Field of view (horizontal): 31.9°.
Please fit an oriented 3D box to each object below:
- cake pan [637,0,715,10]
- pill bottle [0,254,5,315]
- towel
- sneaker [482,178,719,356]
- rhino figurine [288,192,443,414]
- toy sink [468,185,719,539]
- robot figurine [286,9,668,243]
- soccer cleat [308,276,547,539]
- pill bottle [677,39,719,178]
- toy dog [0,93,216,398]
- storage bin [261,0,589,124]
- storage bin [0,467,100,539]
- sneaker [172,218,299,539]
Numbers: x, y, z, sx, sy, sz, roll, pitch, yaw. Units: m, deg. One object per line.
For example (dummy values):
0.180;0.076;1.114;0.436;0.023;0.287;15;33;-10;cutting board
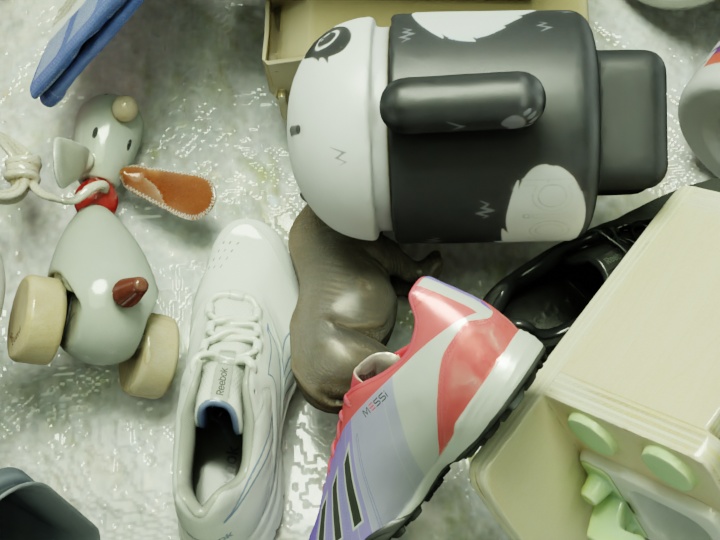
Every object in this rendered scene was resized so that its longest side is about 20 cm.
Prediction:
0.212;-0.264;0.783;0.037;0.200;0.201;-6;63;-32;cake pan
-0.302;-0.001;0.694;0.199;0.114;0.115;11;65;35;pill bottle
-0.141;-0.204;0.773;0.024;0.147;0.201;31;42;-27;towel
0.151;0.003;0.716;0.199;0.091;0.076;-30;73;-11;sneaker
0.000;0.000;0.730;0.087;0.060;0.201;8;52;-14;rhino figurine
0.173;0.079;0.640;0.200;0.131;0.112;-49;38;-17;toy sink
0.060;-0.078;0.674;0.198;0.151;0.125;-1;51;4;robot figurine
0.015;0.085;0.643;0.073;0.200;0.068;39;38;5;soccer cleat
0.289;-0.143;0.760;0.111;0.112;0.200;34;72;15;pill bottle
-0.145;-0.027;0.727;0.131;0.096;0.201;-6;67;-40;toy dog
0.044;-0.191;0.801;0.197;0.094;0.201;0;67;3;storage bin
-0.261;0.165;0.647;0.134;0.146;0.200;29;71;24;storage bin
-0.066;0.059;0.703;0.074;0.087;0.201;0;66;3;sneaker
